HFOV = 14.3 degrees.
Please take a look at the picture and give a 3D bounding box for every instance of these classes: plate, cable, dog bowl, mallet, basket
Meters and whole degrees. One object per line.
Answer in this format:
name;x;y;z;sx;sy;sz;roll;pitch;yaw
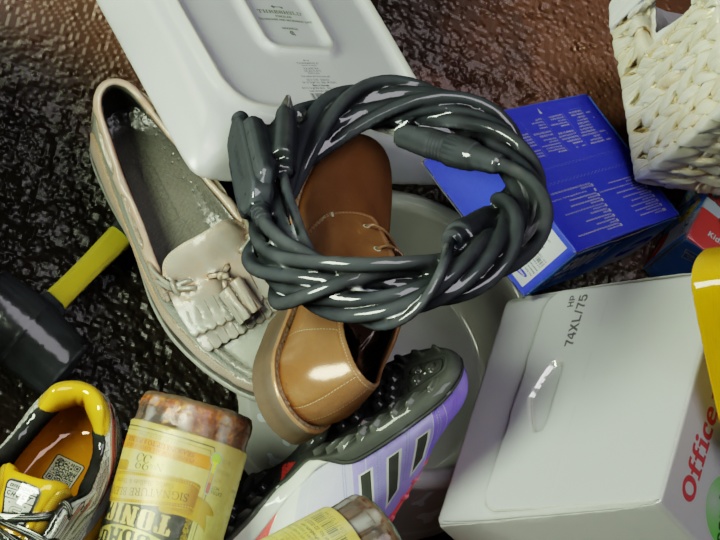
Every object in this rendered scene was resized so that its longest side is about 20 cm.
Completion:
plate;-0.048;-0.131;1.610;0.199;0.032;0.200;0;49;-41
cable;0.018;-0.031;1.456;0.162;0.051;0.200;-2;34;-11
dog bowl;0.013;0.046;1.597;0.199;0.059;0.201;9;64;-19
mallet;-0.130;-0.006;1.577;0.066;0.041;0.200;48;54;4
basket;0.261;-0.116;1.672;0.199;0.136;0.124;6;67;-21

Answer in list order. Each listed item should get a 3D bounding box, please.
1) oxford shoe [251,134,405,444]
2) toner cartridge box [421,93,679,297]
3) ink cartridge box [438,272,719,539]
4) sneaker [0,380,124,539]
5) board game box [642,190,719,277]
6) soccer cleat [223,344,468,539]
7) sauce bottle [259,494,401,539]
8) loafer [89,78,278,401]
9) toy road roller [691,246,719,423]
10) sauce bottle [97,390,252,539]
oxford shoe;0.000;0.000;1.494;0.071;0.071;0.201;41;39;-32
toner cartridge box;0.111;-0.046;1.629;0.095;0.043;0.200;55;22;8
ink cartridge box;0.168;0.120;1.539;0.200;0.146;0.147;44;52;-36
sneaker;-0.180;0.139;1.452;0.077;0.082;0.201;17;58;9
board game box;0.302;-0.023;1.760;0.200;0.056;0.196;35;59;-6
soccer cleat;-0.007;0.116;1.495;0.073;0.200;0.068;42;23;-17
sauce bottle;-0.072;0.178;1.412;0.199;0.065;0.065;-24;78;-19
loafer;-0.091;-0.017;1.525;0.072;0.063;0.200;-31;64;-7
toy road roller;0.258;0.051;1.457;0.146;0.122;0.201;-43;121;-59
sauce bottle;-0.108;0.164;1.463;0.066;0.066;0.201;16;81;-16
